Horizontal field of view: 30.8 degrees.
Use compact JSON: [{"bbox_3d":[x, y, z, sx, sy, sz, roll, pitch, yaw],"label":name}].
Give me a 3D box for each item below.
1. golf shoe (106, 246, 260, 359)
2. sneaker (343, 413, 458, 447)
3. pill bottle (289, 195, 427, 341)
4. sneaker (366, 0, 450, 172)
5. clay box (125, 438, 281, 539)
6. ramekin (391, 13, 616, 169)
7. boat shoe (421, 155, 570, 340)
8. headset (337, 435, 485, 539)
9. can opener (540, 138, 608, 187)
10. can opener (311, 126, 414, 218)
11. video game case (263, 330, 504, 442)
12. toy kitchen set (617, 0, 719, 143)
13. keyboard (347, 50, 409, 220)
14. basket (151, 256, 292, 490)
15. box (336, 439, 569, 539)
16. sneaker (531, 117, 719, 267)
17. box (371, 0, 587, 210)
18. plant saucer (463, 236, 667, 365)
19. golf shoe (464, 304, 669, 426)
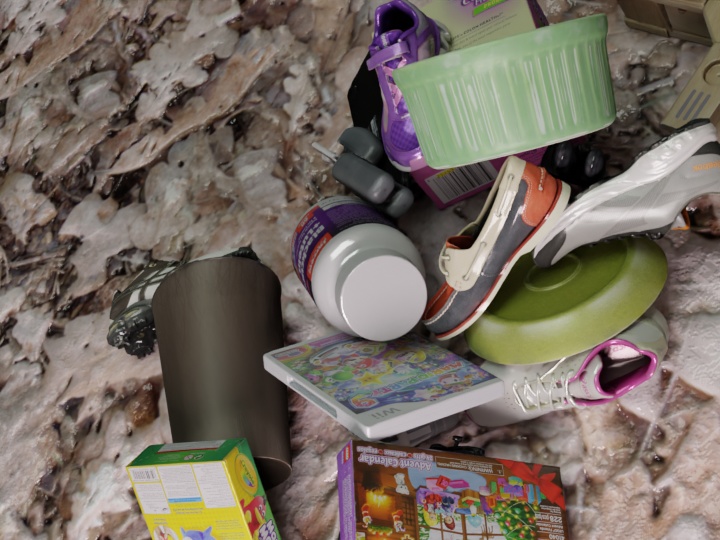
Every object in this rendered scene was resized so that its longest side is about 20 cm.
[{"bbox_3d":[-0.207,0.012,1.476,0.200,0.078,0.095,-29,49,12],"label":"golf shoe"},{"bbox_3d":[0.037,0.115,1.272,0.115,0.075,0.200,-20,28,-15],"label":"sneaker"},{"bbox_3d":[0.000,0.000,1.278,0.111,0.111,0.200,-43,20,1],"label":"pill bottle"},{"bbox_3d":[0.044,-0.193,1.314,0.080,0.088,0.201,-15,55,22],"label":"sneaker"},{"bbox_3d":[-0.133,0.258,1.228,0.115,0.200,0.048,-7,20,28],"label":"clay box"},{"bbox_3d":[0.136,-0.159,1.188,0.200,0.200,0.098,-12,97,26],"label":"ramekin"},{"bbox_3d":[0.107,-0.018,1.177,0.200,0.062,0.071,-53,18,33],"label":"boat shoe"},{"bbox_3d":[0.045,0.227,1.153,0.094,0.124,0.200,-7,34,29],"label":"headset"},{"bbox_3d":[0.204,-0.095,1.225,0.063,0.200,0.079,7,87,3],"label":"can opener"},{"bbox_3d":[0.007,-0.110,1.340,0.067,0.053,0.200,-54,27,0],"label":"can opener"},{"bbox_3d":[0.017,0.095,1.202,0.143,0.018,0.200,-15,22,-27],"label":"video game case"},{"bbox_3d":[0.288,-0.229,1.260,0.200,0.163,0.181,26,77,41],"label":"toy kitchen set"},{"bbox_3d":[0.026,-0.140,1.436,0.104,0.040,0.200,125,144,-46],"label":"keyboard"},{"bbox_3d":[-0.136,0.117,1.322,0.136,0.180,0.200,-2,62,-14],"label":"basket"},{"bbox_3d":[0.080,0.221,1.090,0.039,0.200,0.137,126,148,-51],"label":"box"},{"bbox_3d":[0.237,-0.052,1.154,0.200,0.074,0.079,-33,89,27],"label":"sneaker"},{"bbox_3d":[0.123,-0.196,1.388,0.176,0.097,0.200,-25,51,17],"label":"box"},{"bbox_3d":[0.182,0.011,1.206,0.200,0.031,0.200,-22,26,11],"label":"plant saucer"},{"bbox_3d":[0.179,0.092,1.162,0.200,0.075,0.092,-27,15,16],"label":"golf shoe"}]
